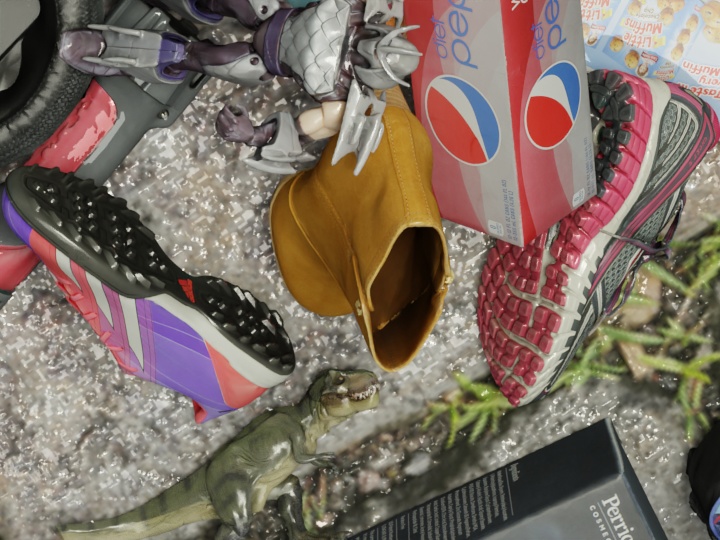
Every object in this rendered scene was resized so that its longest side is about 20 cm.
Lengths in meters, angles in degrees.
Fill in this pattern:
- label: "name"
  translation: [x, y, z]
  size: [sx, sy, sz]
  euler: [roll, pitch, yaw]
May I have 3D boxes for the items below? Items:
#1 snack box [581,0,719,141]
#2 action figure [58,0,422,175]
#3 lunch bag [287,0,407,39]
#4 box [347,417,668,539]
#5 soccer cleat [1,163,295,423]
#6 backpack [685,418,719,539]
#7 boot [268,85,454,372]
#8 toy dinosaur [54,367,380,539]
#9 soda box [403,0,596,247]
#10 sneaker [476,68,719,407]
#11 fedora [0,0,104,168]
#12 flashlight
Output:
- label: "snack box"
  translation: [0.181, -0.115, 1.592]
  size: [0.199, 0.024, 0.072]
  euler: [27, 104, -6]
- label: "action figure"
  translation: [-0.049, -0.113, 1.466]
  size: [0.199, 0.069, 0.131]
  euler: [11, 78, 38]
- label: "lunch bag"
  translation: [0.013, -0.218, 1.537]
  size: [0.176, 0.082, 0.200]
  euler: [44, 101, -9]
- label: "box"
  translation: [0.081, 0.198, 1.629]
  size: [0.199, 0.107, 0.149]
  euler: [-26, 102, 6]
- label: "soccer cleat"
  translation: [-0.123, 0.017, 1.579]
  size: [0.073, 0.068, 0.200]
  euler: [-38, 128, 23]
- label: "backpack"
  translation: [0.299, 0.115, 1.595]
  size: [0.199, 0.135, 0.183]
  euler: [35, 103, -11]
- label: "boot"
  translation: [0.001, 0.000, 1.524]
  size: [0.070, 0.145, 0.202]
  euler: [-3, 139, -12]
- label: "toy dinosaur"
  translation: [-0.061, 0.129, 1.644]
  size: [0.199, 0.047, 0.088]
  euler: [-31, 88, 8]
- label: "soda box"
  translation: [0.067, -0.117, 1.480]
  size: [0.070, 0.063, 0.201]
  euler: [20, 131, 38]
- label: "sneaker"
  translation: [0.125, -0.009, 1.587]
  size: [0.074, 0.081, 0.201]
  euler: [7, 123, -32]
- label: "fedora"
  translation: [-0.228, -0.148, 1.549]
  size: [0.199, 0.092, 0.202]
  euler: [-1, 106, -2]
- label: "flashlight"
  translation: [-0.164, -0.061, 1.587]
  size: [0.068, 0.068, 0.200]
  euler: [43, 100, 25]
